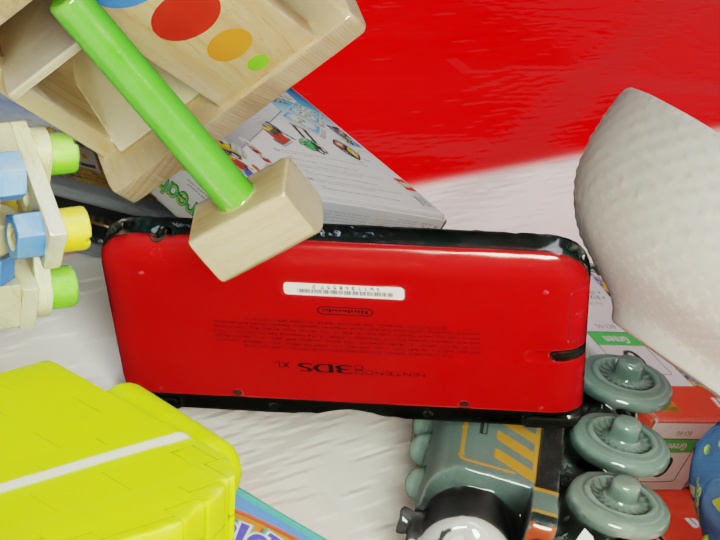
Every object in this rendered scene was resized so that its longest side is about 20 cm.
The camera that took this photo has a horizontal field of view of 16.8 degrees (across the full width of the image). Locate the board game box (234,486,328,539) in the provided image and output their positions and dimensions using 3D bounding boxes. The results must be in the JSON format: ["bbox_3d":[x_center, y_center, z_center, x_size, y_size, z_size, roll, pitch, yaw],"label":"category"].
[{"bbox_3d":[-0.049,0.155,0.884,0.152,0.045,0.200,30,26,6],"label":"board game box"}]

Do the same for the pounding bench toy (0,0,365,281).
[{"bbox_3d":[-0.094,-0.106,0.925,0.156,0.124,0.200,33,28,-52],"label":"pounding bench toy"}]

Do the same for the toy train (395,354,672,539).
[{"bbox_3d":[0.077,0.092,1.096,0.114,0.085,0.200,15,28,0],"label":"toy train"}]

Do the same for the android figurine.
[{"bbox_3d":[-0.126,0.081,0.876,0.182,0.041,0.200,-15,28,-41],"label":"android figurine"}]

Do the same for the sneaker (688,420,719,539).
[{"bbox_3d":[0.175,0.100,1.049,0.076,0.200,0.105,-10,70,-9],"label":"sneaker"}]

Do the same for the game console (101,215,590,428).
[{"bbox_3d":[0.000,0.000,1.068,0.200,0.172,0.119,2,52,5],"label":"game console"}]

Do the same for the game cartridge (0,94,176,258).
[{"bbox_3d":[-0.148,-0.058,1.196,0.200,0.042,0.133,14,33,-27],"label":"game cartridge"}]

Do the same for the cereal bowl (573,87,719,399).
[{"bbox_3d":[0.165,0.015,0.996,0.200,0.083,0.200,35,2,-1],"label":"cereal bowl"}]

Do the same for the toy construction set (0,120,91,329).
[{"bbox_3d":[-0.167,-0.049,1.031,0.092,0.131,0.200,1,39,-12],"label":"toy construction set"}]

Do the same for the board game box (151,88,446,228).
[{"bbox_3d":[-0.054,-0.056,1.180,0.126,0.035,0.200,41,16,26],"label":"board game box"}]

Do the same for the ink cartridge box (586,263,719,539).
[{"bbox_3d":[0.156,0.072,1.236,0.109,0.050,0.200,4,34,-41],"label":"ink cartridge box"}]
